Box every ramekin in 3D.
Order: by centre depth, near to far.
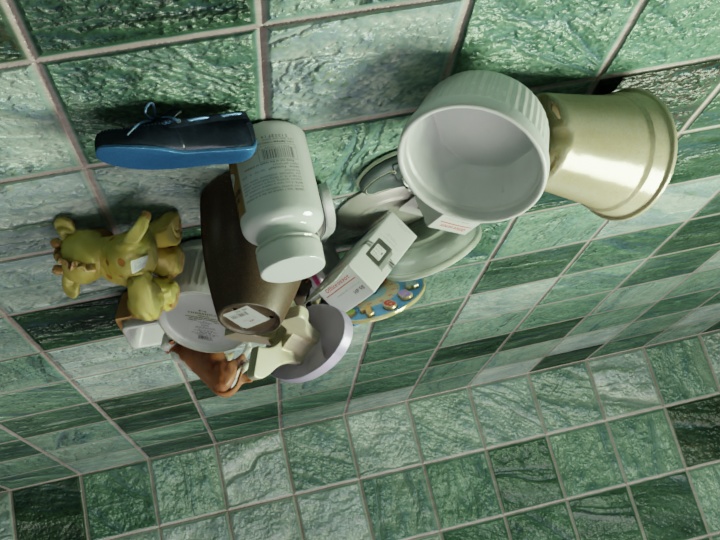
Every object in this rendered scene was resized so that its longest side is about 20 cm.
[{"bbox_3d":[0.158,-0.172,1.176,0.199,0.105,0.201,12,139,11],"label":"ramekin"},{"bbox_3d":[-0.260,0.052,1.508,0.199,0.105,0.201,4,136,4],"label":"ramekin"}]

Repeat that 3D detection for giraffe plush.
[{"bbox_3d":[-0.377,-0.015,1.328,0.161,0.173,0.200,5,175,11],"label":"giraffe plush"}]

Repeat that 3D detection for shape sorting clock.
[{"bbox_3d":[0.020,0.041,1.594,0.199,0.039,0.200,-15,-159,6],"label":"shape sorting clock"}]

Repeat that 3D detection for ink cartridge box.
[{"bbox_3d":[0.176,-0.124,1.478,0.200,0.068,0.116,-37,152,32],"label":"ink cartridge box"},{"bbox_3d":[0.000,0.000,1.501,0.116,0.067,0.200,-37,-169,50],"label":"ink cartridge box"}]

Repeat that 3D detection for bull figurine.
[{"bbox_3d":[-0.270,0.152,1.583,0.121,0.200,0.065,-33,144,-27],"label":"bull figurine"}]

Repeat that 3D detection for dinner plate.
[{"bbox_3d":[0.055,-0.107,1.548,0.199,0.024,0.200,-13,160,-5],"label":"dinner plate"}]

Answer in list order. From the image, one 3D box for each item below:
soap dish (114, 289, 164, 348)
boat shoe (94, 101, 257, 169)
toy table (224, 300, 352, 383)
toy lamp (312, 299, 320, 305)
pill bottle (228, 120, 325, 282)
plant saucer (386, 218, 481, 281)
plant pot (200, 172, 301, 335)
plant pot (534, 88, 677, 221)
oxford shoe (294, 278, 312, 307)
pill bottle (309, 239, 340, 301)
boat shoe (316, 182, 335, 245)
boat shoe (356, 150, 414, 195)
[{"bbox_3d":[-0.360,0.080,1.682,0.199,0.082,0.157,-12,161,-9],"label":"soap dish"},{"bbox_3d":[-0.233,-0.168,1.102,0.199,0.069,0.084,-3,167,-27],"label":"boat shoe"},{"bbox_3d":[-0.121,0.103,1.408,0.200,0.184,0.117,-29,138,35],"label":"toy table"},{"bbox_3d":[-0.086,0.056,1.682,0.058,0.200,0.058,-1,118,-3],"label":"toy lamp"},{"bbox_3d":[-0.112,-0.091,1.194,0.114,0.201,0.114,-12,161,-4],"label":"pill bottle"},{"bbox_3d":[0.121,-0.054,1.604,0.200,0.050,0.200,-23,-158,10],"label":"plant saucer"},{"bbox_3d":[-0.158,-0.013,1.305,0.186,0.201,0.187,1,147,1],"label":"plant pot"},{"bbox_3d":[0.321,-0.180,1.282,0.183,0.201,0.200,4,155,-31],"label":"plant pot"},{"bbox_3d":[-0.121,0.009,1.515,0.072,0.201,0.071,-11,-160,13],"label":"oxford shoe"},{"bbox_3d":[-0.140,0.018,1.615,0.199,0.114,0.113,-22,160,20],"label":"pill bottle"},{"bbox_3d":[-0.086,-0.085,1.443,0.065,0.072,0.200,-13,169,-14],"label":"boat shoe"},{"bbox_3d":[0.085,-0.155,1.370,0.199,0.062,0.073,-22,160,21],"label":"boat shoe"}]
